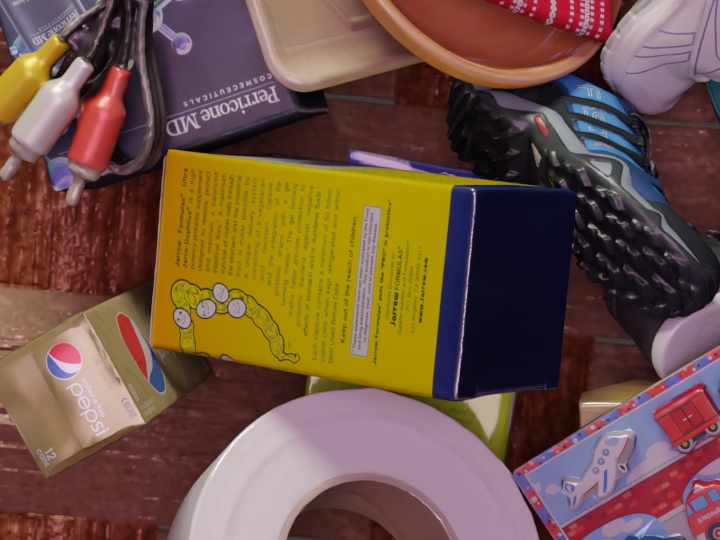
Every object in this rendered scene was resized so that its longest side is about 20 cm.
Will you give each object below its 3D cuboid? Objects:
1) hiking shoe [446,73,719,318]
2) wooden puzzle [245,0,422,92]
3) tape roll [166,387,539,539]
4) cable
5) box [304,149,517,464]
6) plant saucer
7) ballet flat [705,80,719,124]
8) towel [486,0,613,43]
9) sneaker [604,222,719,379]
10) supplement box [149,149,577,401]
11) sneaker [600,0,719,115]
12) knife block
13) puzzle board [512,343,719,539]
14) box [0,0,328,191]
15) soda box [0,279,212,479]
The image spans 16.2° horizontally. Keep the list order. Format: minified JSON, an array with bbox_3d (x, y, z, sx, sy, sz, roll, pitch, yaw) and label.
[{"bbox_3d":[0.135,-0.057,1.375,0.086,0.075,0.200,-27,56,-27],"label":"hiking shoe"},{"bbox_3d":[-0.027,-0.199,1.385,0.037,0.185,0.201,-22,89,35],"label":"wooden puzzle"},{"bbox_3d":[-0.005,0.168,1.353,0.201,0.071,0.204,6,70,-17],"label":"tape roll"},{"bbox_3d":[-0.128,-0.127,1.326,0.097,0.050,0.201,30,111,7],"label":"cable"},{"bbox_3d":[0.034,0.040,1.446,0.121,0.048,0.202,10,93,3],"label":"box"},{"bbox_3d":[0.058,-0.191,1.391,0.199,0.037,0.202,13,65,-30],"label":"plant saucer"},{"bbox_3d":[0.239,-0.080,1.397,0.073,0.073,0.201,-18,52,5],"label":"ballet flat"},{"bbox_3d":[0.060,-0.217,1.366,0.199,0.022,0.146,19,64,-28],"label":"towel"},{"bbox_3d":[0.226,0.003,1.419,0.199,0.099,0.071,-13,123,-24],"label":"sneaker"},{"bbox_3d":[0.000,0.000,1.346,0.199,0.109,0.110,9,96,34],"label":"supplement box"},{"bbox_3d":[0.191,-0.131,1.349,0.087,0.200,0.074,44,64,8],"label":"sneaker"},{"bbox_3d":[0.239,0.095,1.358,0.199,0.175,0.064,-11,104,-33],"label":"knife block"},{"bbox_3d":[0.202,0.119,1.339,0.199,0.017,0.151,-32,95,17],"label":"puzzle board"},{"bbox_3d":[-0.122,-0.160,1.415,0.148,0.107,0.201,-18,91,9],"label":"box"},{"bbox_3d":[-0.139,0.056,1.382,0.064,0.200,0.068,-30,91,9],"label":"soda box"}]
